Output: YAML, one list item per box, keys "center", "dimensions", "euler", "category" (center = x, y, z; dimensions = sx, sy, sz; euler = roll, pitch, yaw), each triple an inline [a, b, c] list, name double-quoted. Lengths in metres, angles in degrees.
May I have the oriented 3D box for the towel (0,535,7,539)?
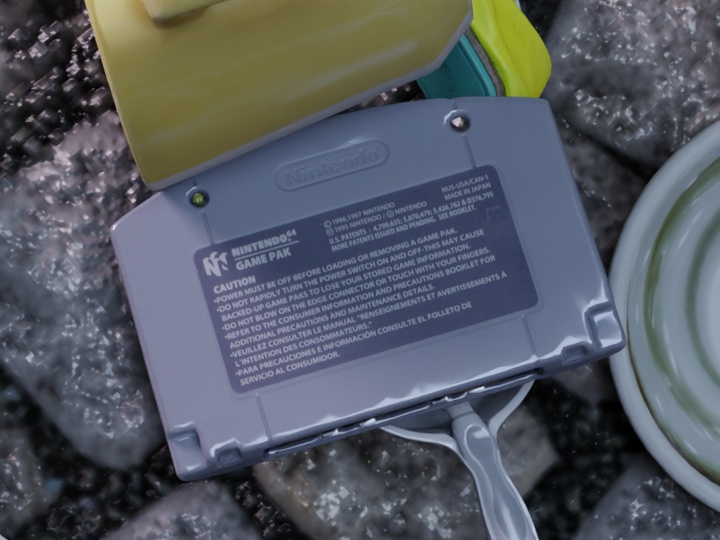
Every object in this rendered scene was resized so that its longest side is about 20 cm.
- center: [-0.228, 0.129, 1.125]
  dimensions: [0.200, 0.030, 0.146]
  euler: [45, 73, -4]
  category: "towel"

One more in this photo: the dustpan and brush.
- center: [0.037, 0.049, 1.197]
  dimensions: [0.139, 0.057, 0.201]
  euler: [-17, 84, -18]
  category: "dustpan and brush"

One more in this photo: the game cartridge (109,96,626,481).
- center: [0.000, 0.000, 1.168]
  dimensions: [0.199, 0.041, 0.133]
  euler: [-16, 79, -3]
  category: "game cartridge"

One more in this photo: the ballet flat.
- center: [0.023, -0.154, 1.237]
  dimensions: [0.067, 0.067, 0.200]
  euler: [-33, 93, -40]
  category: "ballet flat"

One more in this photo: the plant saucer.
- center: [0.206, 0.018, 1.239]
  dimensions: [0.199, 0.050, 0.201]
  euler: [0, 95, -4]
  category: "plant saucer"

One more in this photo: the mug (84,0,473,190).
- center: [-0.033, -0.115, 1.128]
  dimensions: [0.153, 0.187, 0.150]
  euler: [-15, 125, 0]
  category: "mug"
